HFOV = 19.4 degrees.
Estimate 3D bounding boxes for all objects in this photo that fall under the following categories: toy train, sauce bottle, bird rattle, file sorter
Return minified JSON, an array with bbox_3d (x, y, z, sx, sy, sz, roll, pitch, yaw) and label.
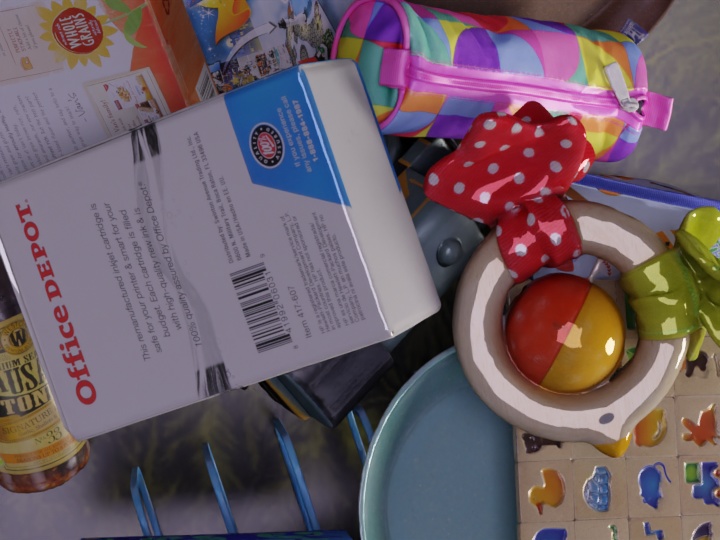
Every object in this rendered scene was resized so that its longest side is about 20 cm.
[{"bbox_3d":[0.000,0.000,1.217,0.200,0.114,0.085,-46,130,-11],"label":"toy train"},{"bbox_3d":[-0.209,0.034,1.215,0.066,0.066,0.201,-17,121,-5],"label":"sauce bottle"},{"bbox_3d":[0.116,0.009,1.126,0.199,0.113,0.164,26,92,-12],"label":"bird rattle"},{"bbox_3d":[-0.029,0.150,1.246,0.199,0.139,0.123,-19,93,-5],"label":"file sorter"}]

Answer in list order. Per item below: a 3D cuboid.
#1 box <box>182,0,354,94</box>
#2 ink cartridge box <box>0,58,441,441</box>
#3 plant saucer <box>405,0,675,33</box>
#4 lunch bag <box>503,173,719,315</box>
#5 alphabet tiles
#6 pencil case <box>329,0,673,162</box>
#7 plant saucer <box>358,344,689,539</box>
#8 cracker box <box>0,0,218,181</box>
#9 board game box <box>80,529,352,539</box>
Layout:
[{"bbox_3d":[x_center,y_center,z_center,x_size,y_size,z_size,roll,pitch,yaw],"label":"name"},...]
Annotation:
[{"bbox_3d":[-0.060,-0.145,1.221,0.136,0.038,0.201,-17,124,-5],"label":"box"},{"bbox_3d":[-0.079,-0.011,1.115,0.199,0.084,0.147,-18,93,23],"label":"ink cartridge box"},{"bbox_3d":[0.100,-0.173,1.230,0.199,0.201,0.035,-22,55,-5],"label":"plant saucer"},{"bbox_3d":[0.170,0.032,1.267,0.199,0.124,0.171,11,94,1],"label":"lunch bag"},{"bbox_3d":[0.163,0.105,1.182,0.166,0.008,0.201,0,84,-20],"label":"alphabet tiles"},{"bbox_3d":[0.079,-0.108,1.200,0.199,0.088,0.089,2,95,-34],"label":"pencil case"},{"bbox_3d":[0.087,0.134,1.174,0.199,0.036,0.201,3,82,-19],"label":"plant saucer"},{"bbox_3d":[-0.189,-0.105,1.185,0.199,0.058,0.135,-9,124,16],"label":"cracker box"},{"bbox_3d":[-0.074,0.164,1.075,0.151,0.200,0.045,-1,89,-5],"label":"board game box"}]
